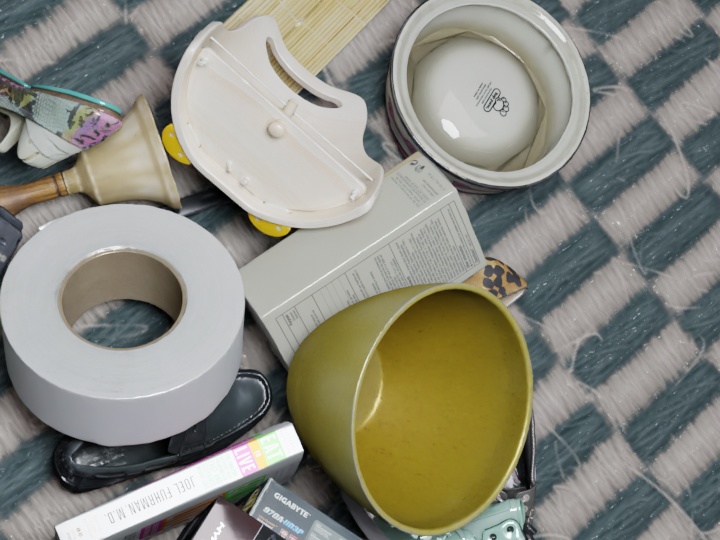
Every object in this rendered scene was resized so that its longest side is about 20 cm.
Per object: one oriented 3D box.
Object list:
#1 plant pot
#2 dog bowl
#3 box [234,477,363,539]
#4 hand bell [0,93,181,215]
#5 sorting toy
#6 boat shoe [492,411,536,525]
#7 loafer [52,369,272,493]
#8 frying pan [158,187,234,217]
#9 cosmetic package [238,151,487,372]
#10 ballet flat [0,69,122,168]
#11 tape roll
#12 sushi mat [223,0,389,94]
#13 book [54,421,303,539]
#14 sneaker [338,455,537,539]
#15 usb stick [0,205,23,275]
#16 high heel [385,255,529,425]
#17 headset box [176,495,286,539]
[{"bbox_3d":[0.023,0.101,1.411,0.199,0.142,0.201,-8,102,-40],"label":"plant pot"},{"bbox_3d":[0.111,-0.161,1.626,0.199,0.074,0.201,5,72,-17],"label":"dog bowl"},{"bbox_3d":[-0.024,0.256,1.413,0.200,0.159,0.046,34,65,-5],"label":"box"},{"bbox_3d":[-0.263,-0.070,1.481,0.199,0.104,0.105,-20,81,-8],"label":"hand bell"},{"bbox_3d":[-0.067,-0.141,1.506,0.200,0.107,0.180,41,39,-11],"label":"sorting toy"},{"bbox_3d":[0.124,0.167,1.542,0.066,0.057,0.201,2,74,-17],"label":"boat shoe"},{"bbox_3d":[-0.161,0.133,1.452,0.200,0.070,0.068,-20,83,-22],"label":"loafer"},{"bbox_3d":[-0.087,-0.067,1.554,0.115,0.031,0.190,43,76,7],"label":"frying pan"},{"bbox_3d":[0.000,0.000,1.491,0.199,0.104,0.073,-32,43,-7],"label":"cosmetic package"},{"bbox_3d":[-0.280,-0.128,1.453,0.199,0.069,0.071,22,82,35],"label":"ballet flat"},{"bbox_3d":[-0.196,0.042,1.428,0.201,0.071,0.203,3,52,-3],"label":"tape roll"},{"bbox_3d":[-0.057,-0.235,1.625,0.096,0.012,0.200,44,67,-3],"label":"sushi mat"},{"bbox_3d":[-0.149,0.180,1.393,0.199,0.134,0.048,-22,82,-13],"label":"book"},{"bbox_3d":[0.073,0.207,1.480,0.118,0.074,0.201,-40,99,12],"label":"sneaker"},{"bbox_3d":[-0.340,0.037,1.421,0.055,0.033,0.201,42,70,-47],"label":"usb stick"},{"bbox_3d":[0.087,0.075,1.546,0.142,0.071,0.201,4,64,-10],"label":"high heel"},{"bbox_3d":[-0.060,0.269,1.328,0.200,0.149,0.077,36,67,-4],"label":"headset box"}]
